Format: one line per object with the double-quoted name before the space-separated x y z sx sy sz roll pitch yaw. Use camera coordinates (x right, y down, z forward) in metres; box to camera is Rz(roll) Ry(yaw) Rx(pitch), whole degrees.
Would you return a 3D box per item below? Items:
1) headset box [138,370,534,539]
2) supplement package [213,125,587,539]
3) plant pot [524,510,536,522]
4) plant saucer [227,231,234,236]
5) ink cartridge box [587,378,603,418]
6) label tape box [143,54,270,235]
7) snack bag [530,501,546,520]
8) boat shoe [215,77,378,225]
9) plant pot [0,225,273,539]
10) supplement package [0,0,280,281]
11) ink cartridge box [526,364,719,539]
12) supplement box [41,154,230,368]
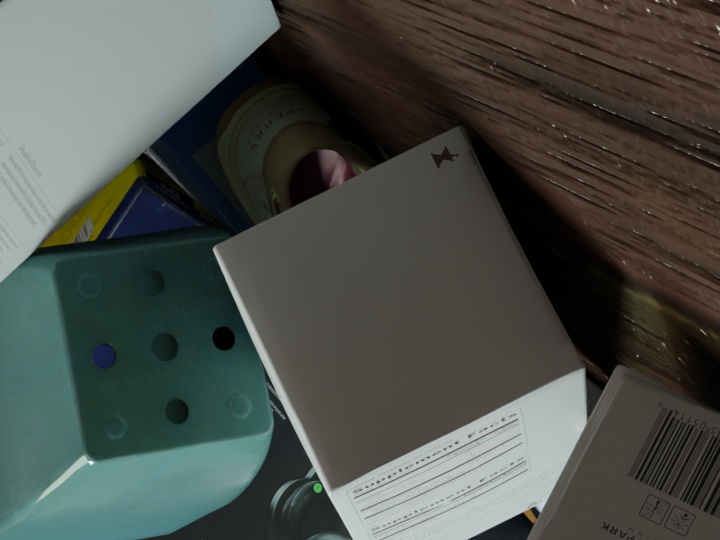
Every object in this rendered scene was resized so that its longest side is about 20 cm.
"headset box" -0.027 0.142 1.360 0.174 0.200 0.093 46 -160 23
"supplement package" 0.022 0.040 1.096 0.114 0.109 0.200 63 178 17
"plant pot" -0.006 0.109 1.499 0.200 0.140 0.200 41 -179 -1
"plant saucer" -0.023 0.008 1.376 0.070 0.019 0.200 37 -170 24
"ink cartridge box" 0.151 0.131 1.250 0.095 0.037 0.200 38 167 46
"label tape box" -0.105 -0.105 1.342 0.144 0.063 0.200 52 174 -33
"snack bag" 0.129 0.149 1.260 0.200 0.021 0.189 44 173 30
"boat shoe" 0.000 0.000 1.259 0.200 0.074 0.066 52 176 -36
"plant pot" -0.125 0.051 1.226 0.200 0.141 0.142 -25 74 63
"supplement package" -0.164 -0.116 1.080 0.147 0.200 0.191 45 172 19
"ink cartridge box" 0.107 0.160 1.035 0.084 0.176 0.200 24 165 21
"supplement box" -0.119 -0.011 1.508 0.109 0.110 0.200 31 -169 -21
